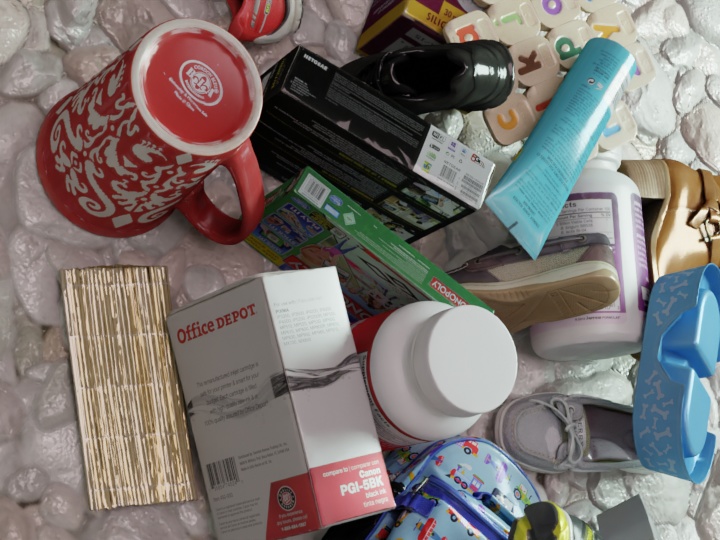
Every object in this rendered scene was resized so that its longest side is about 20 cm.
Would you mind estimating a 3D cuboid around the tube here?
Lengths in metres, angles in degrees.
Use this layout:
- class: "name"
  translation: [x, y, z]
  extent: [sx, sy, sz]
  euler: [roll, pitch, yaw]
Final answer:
- class: "tube"
  translation: [0.175, -0.111, 1.515]
  extent: [0.077, 0.050, 0.201]
  euler: [44, 64, -26]

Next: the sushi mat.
- class: "sushi mat"
  translation: [-0.188, 0.092, 1.428]
  extent: [0.095, 0.012, 0.201]
  euler: [-4, 79, -27]

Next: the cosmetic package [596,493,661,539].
- class: "cosmetic package"
  translation: [0.243, 0.255, 1.509]
  extent: [0.050, 0.200, 0.083]
  euler: [-25, 90, 6]

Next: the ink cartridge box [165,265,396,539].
- class: "ink cartridge box"
  translation: [-0.066, 0.110, 1.405]
  extent: [0.083, 0.146, 0.201]
  euler: [-8, 82, -40]

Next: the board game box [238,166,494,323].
- class: "board game box"
  translation: [0.000, 0.000, 1.479]
  extent: [0.200, 0.134, 0.029]
  euler: [37, 63, -14]

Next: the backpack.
- class: "backpack"
  translation: [0.080, 0.228, 1.464]
  extent: [0.183, 0.134, 0.200]
  euler: [46, 59, -11]

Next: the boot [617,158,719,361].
- class: "boot"
  translation: [0.310, -0.009, 1.685]
  extent: [0.154, 0.077, 0.201]
  euler: [5, 68, -30]

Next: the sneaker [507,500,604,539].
- class: "sneaker"
  translation: [0.160, 0.285, 1.374]
  extent: [0.084, 0.074, 0.201]
  euler: [18, 72, -34]

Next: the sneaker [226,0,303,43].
- class: "sneaker"
  translation: [-0.111, -0.295, 1.534]
  extent: [0.084, 0.077, 0.201]
  euler: [-15, 83, -23]

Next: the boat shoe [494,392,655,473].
- class: "boat shoe"
  translation: [0.215, 0.148, 1.591]
  extent: [0.201, 0.065, 0.075]
  euler: [11, 72, -25]

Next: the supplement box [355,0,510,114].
- class: "supplement box"
  translation: [0.098, -0.267, 1.616]
  extent: [0.130, 0.103, 0.201]
  euler: [27, 66, -18]

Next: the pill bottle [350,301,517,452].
- class: "pill bottle"
  translation: [0.036, 0.087, 1.433]
  extent: [0.112, 0.200, 0.113]
  euler: [8, 75, -30]

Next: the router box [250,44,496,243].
- class: "router box"
  translation: [-0.007, -0.100, 1.492]
  extent: [0.199, 0.149, 0.051]
  euler: [30, 66, -18]

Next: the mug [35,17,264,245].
- class: "mug"
  translation: [-0.145, -0.111, 1.395]
  extent: [0.177, 0.200, 0.134]
  euler: [13, 71, -23]

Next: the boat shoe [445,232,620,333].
- class: "boat shoe"
  translation: [0.129, 0.011, 1.535]
  extent: [0.072, 0.199, 0.065]
  euler: [56, 30, -44]

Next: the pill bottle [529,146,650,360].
- class: "pill bottle"
  translation: [0.203, -0.025, 1.603]
  extent: [0.112, 0.112, 0.201]
  euler: [4, 76, -26]

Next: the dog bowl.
- class: "dog bowl"
  translation: [0.283, 0.090, 1.557]
  extent: [0.112, 0.049, 0.201]
  euler: [49, 47, -52]

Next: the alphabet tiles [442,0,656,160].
- class: "alphabet tiles"
  translation: [0.170, -0.193, 1.566]
  extent: [0.195, 0.015, 0.201]
  euler: [-25, 90, -29]

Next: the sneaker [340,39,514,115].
- class: "sneaker"
  translation: [0.028, -0.160, 1.497]
  extent: [0.091, 0.199, 0.076]
  euler: [-3, 81, -57]
